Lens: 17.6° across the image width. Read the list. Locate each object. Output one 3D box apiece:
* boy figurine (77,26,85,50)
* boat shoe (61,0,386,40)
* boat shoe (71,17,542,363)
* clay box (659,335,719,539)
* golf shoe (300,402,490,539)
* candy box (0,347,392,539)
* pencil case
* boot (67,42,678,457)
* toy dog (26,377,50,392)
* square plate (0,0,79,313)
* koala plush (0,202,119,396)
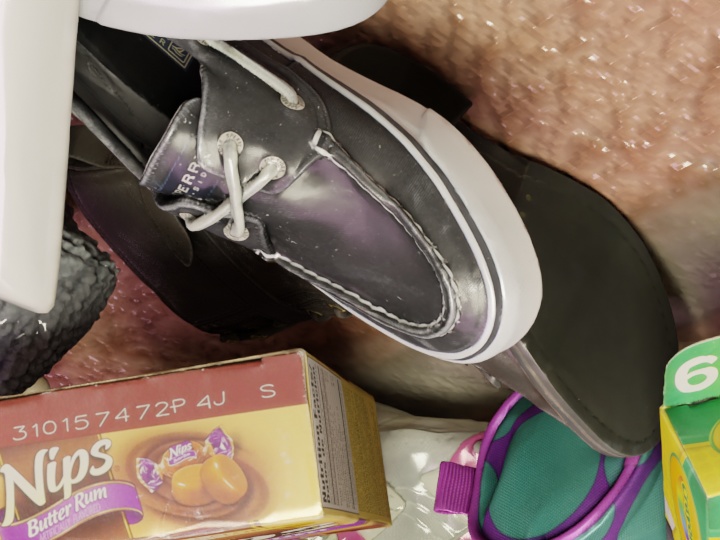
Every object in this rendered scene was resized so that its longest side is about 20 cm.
[{"bbox_3d":[-0.184,-0.104,0.759,0.200,0.065,0.124,27,170,-8],"label":"boy figurine"},{"bbox_3d":[-0.084,-0.118,0.663,0.200,0.072,0.062,15,136,14],"label":"boat shoe"},{"bbox_3d":[-0.036,-0.039,0.694,0.200,0.068,0.072,44,131,11],"label":"boat shoe"},{"bbox_3d":[0.164,0.093,0.789,0.115,0.048,0.200,-15,135,-5],"label":"clay box"},{"bbox_3d":[0.031,0.085,0.957,0.200,0.075,0.092,10,-165,-7],"label":"golf shoe"},{"bbox_3d":[-0.059,0.069,0.801,0.116,0.057,0.200,-8,171,6],"label":"candy box"},{"bbox_3d":[0.126,0.114,0.889,0.092,0.085,0.200,-15,140,40],"label":"pencil case"},{"bbox_3d":[0.000,0.000,0.827,0.200,0.069,0.174,44,148,-19],"label":"boot"},{"bbox_3d":[-0.208,0.013,0.977,0.132,0.096,0.200,24,172,42],"label":"toy dog"},{"bbox_3d":[-0.169,-0.101,0.672,0.200,0.028,0.198,21,123,20],"label":"square plate"},{"bbox_3d":[-0.216,0.031,0.831,0.184,0.200,0.177,30,-179,-14],"label":"koala plush"}]
